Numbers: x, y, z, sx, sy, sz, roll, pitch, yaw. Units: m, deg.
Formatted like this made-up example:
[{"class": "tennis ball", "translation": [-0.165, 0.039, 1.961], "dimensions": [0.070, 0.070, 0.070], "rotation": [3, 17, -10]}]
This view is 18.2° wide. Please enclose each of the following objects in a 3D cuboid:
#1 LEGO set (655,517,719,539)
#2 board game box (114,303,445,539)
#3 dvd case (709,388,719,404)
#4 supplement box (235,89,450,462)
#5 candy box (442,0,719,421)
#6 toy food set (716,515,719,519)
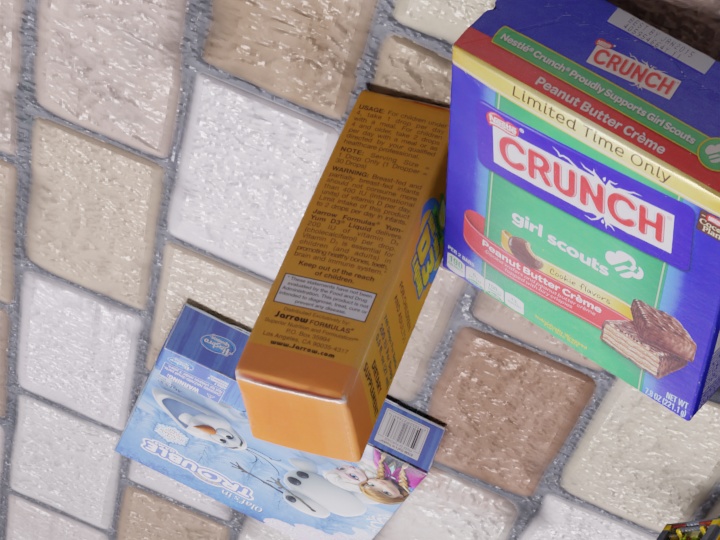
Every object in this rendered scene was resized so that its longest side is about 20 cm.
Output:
[{"class": "LEGO set", "translation": [0.237, 0.230, 1.393], "dimensions": [0.154, 0.116, 0.200], "rotation": [51, 151, -21]}, {"class": "board game box", "translation": [-0.063, 0.122, 1.600], "dimensions": [0.200, 0.043, 0.199], "rotation": [26, 151, -3]}, {"class": "dvd case", "translation": [0.231, 0.022, 1.257], "dimensions": [0.150, 0.025, 0.200], "rotation": [18, 148, 10]}, {"class": "supplement box", "translation": [0.000, 0.000, 1.212], "dimensions": [0.069, 0.200, 0.067], "rotation": [11, 147, 16]}, {"class": "candy box", "translation": [0.131, -0.037, 1.150], "dimensions": [0.169, 0.077, 0.200], "rotation": [32, 151, 20]}, {"class": "toy food set", "translation": [0.325, 0.184, 1.421], "dimensions": [0.200, 0.049, 0.198], "rotation": [4, 144, 32]}]
